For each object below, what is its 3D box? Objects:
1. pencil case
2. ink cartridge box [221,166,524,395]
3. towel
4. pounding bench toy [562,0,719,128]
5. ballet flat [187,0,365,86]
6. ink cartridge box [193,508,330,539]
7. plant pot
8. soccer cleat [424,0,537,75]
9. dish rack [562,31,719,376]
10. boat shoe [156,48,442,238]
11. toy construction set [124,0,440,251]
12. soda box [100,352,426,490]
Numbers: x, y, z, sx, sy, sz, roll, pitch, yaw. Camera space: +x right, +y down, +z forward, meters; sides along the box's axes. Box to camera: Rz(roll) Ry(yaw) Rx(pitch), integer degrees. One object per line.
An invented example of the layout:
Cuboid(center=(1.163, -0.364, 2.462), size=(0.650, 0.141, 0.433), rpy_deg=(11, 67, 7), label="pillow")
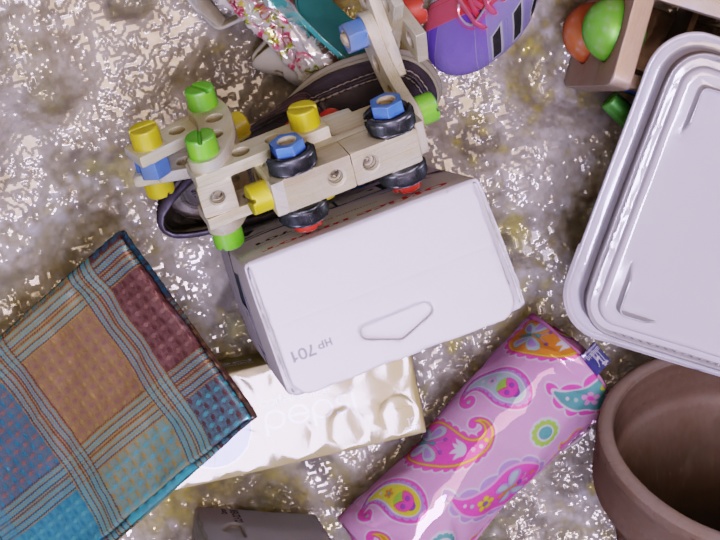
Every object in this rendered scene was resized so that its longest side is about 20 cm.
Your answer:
Cuboid(center=(0.078, 0.121, 1.251), size=(0.200, 0.087, 0.087), rpy_deg=(-45, 99, -4), label="pencil case")
Cuboid(center=(0.000, 0.000, 1.172), size=(0.146, 0.200, 0.086), rpy_deg=(-20, 97, -6), label="ink cartridge box")
Cuboid(center=(-0.174, 0.091, 1.190), size=(0.200, 0.022, 0.147), rpy_deg=(-40, 82, 22), label="towel")
Cuboid(center=(0.205, -0.125, 1.230), size=(0.155, 0.124, 0.201), rpy_deg=(15, 92, -9), label="pounding bench toy")
Cuboid(center=(-0.061, -0.166, 1.226), size=(0.200, 0.076, 0.064), rpy_deg=(44, 119, -10), label="ballet flat")
Cuboid(center=(-0.063, 0.260, 1.204), size=(0.083, 0.144, 0.201), rpy_deg=(2, 95, -10), label="ink cartridge box")
Cuboid(center=(0.241, 0.174, 1.229), size=(0.199, 0.200, 0.175), rpy_deg=(-3, 125, -8), label="plant pot")
Cuboid(center=(0.101, -0.196, 1.202), size=(0.067, 0.076, 0.200), rpy_deg=(44, 118, 0), label="soccer cleat")
Cuboid(center=(0.229, -0.029, 1.170), size=(0.171, 0.044, 0.201), rpy_deg=(17, 104, -7), label="dish rack")
Cuboid(center=(-0.040, -0.070, 1.196), size=(0.199, 0.065, 0.072), rpy_deg=(-22, 119, 18), label="boat shoe")
Cuboid(center=(-0.033, -0.084, 1.118), size=(0.200, 0.131, 0.092), rpy_deg=(-35, 123, -5), label="toy construction set")
Cuboid(center=(-0.063, 0.089, 1.240), size=(0.199, 0.064, 0.068), rpy_deg=(-12, 96, -6), label="soda box")
